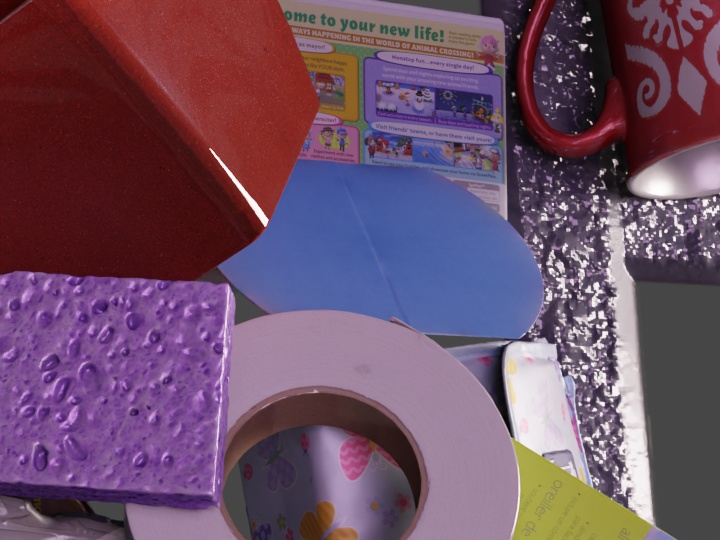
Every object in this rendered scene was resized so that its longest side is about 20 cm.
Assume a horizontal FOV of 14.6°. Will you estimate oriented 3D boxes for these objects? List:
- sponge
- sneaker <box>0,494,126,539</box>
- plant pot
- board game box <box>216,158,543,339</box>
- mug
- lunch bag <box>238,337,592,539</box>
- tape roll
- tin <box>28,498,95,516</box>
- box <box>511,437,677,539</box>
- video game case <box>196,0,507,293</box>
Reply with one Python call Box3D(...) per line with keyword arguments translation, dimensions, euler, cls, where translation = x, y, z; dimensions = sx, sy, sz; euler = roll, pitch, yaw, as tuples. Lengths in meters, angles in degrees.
Box3D(translation=(-0.164, 0.056, 1.392), dimensions=(0.199, 0.030, 0.112), euler=(3, 70, 4), cls="sponge")
Box3D(translation=(-0.156, 0.165, 1.442), dimensions=(0.199, 0.078, 0.087), euler=(15, 83, -14), cls="sneaker")
Box3D(translation=(-0.137, -0.083, 1.454), dimensions=(0.176, 0.200, 0.200), euler=(47, 33, -18), cls="plant pot")
Box3D(translation=(0.000, 0.000, 1.561), dimensions=(0.199, 0.039, 0.158), euler=(3, 36, -22), cls="board game box")
Box3D(translation=(0.186, -0.157, 1.686), dimensions=(0.177, 0.133, 0.201), euler=(-4, 75, -28), cls="mug")
Box3D(translation=(0.046, 0.128, 1.549), dimensions=(0.199, 0.127, 0.170), euler=(-4, 82, -32), cls="lunch bag")
Box3D(translation=(-0.020, 0.112, 1.413), dimensions=(0.202, 0.037, 0.204), euler=(2, 57, -3), cls="tape roll")
Box3D(translation=(-0.183, 0.199, 1.471), dimensions=(0.111, 0.042, 0.201), euler=(-2, 77, -21), cls="tin")
Box3D(translation=(0.121, 0.184, 1.432), dimensions=(0.200, 0.048, 0.122), euler=(31, 61, 10), cls="box")
Box3D(translation=(-0.007, -0.070, 1.631), dimensions=(0.199, 0.022, 0.183), euler=(6, 75, -23), cls="video game case")
